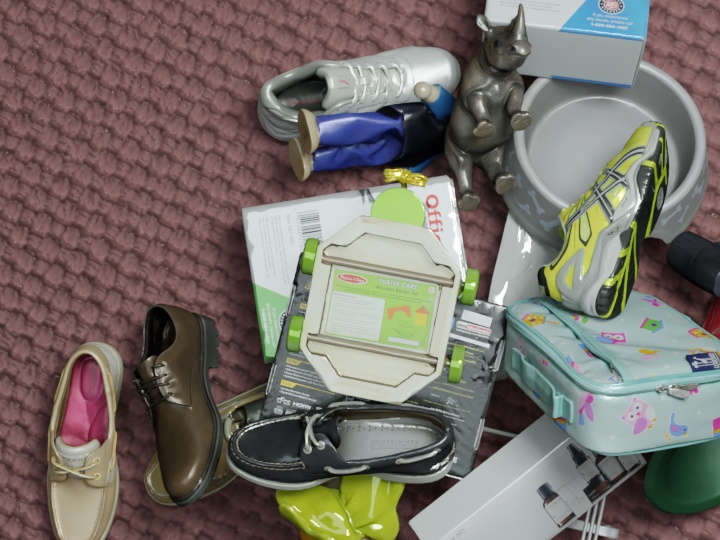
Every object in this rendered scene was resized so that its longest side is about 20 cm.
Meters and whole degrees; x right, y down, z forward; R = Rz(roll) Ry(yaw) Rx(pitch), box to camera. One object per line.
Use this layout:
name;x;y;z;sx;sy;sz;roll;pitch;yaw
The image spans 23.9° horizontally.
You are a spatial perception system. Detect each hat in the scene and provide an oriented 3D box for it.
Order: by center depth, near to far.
hat;0.304;0.100;1.576;0.199;0.166;0.176;-23;47;-13

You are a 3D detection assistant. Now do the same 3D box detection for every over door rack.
over door rack;0.139;0.218;1.569;0.199;0.067;0.149;12;85;5

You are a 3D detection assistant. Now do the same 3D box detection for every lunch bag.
lunch bag;0.214;0.081;1.430;0.159;0.200;0.078;-3;111;-21

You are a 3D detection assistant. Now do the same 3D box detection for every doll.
doll;0.038;-0.130;1.574;0.199;0.137;0.049;-9;58;-22

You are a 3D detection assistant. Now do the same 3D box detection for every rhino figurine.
rhino figurine;0.115;-0.152;1.497;0.059;0.201;0.088;-1;45;-14

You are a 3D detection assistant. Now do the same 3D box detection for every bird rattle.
bird rattle;-0.009;0.253;1.540;0.112;0.163;0.201;-21;117;-12

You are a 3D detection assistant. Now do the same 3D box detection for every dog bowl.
dog bowl;0.225;-0.110;1.559;0.199;0.059;0.201;0;66;-1

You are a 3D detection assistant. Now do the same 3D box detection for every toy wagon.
toy wagon;0.024;0.012;1.476;0.154;0.040;0.201;11;92;3

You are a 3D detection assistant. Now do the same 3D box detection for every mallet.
mallet;0.375;-0.042;1.555;0.199;0.041;0.066;-29;45;-14

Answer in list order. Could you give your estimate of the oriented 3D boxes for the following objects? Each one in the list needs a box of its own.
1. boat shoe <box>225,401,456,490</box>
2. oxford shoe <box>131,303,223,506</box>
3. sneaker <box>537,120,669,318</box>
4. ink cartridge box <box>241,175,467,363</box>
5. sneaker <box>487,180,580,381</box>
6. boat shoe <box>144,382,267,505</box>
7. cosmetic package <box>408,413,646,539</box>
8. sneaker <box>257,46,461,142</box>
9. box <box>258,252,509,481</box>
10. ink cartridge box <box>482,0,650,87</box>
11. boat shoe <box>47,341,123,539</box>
boat shoe;-0.017;0.147;1.459;0.199;0.060;0.074;4;59;2
oxford shoe;-0.176;0.121;1.556;0.072;0.084;0.201;-31;51;28
sneaker;0.212;-0.054;1.462;0.076;0.076;0.201;12;56;25
ink cartridge box;0.000;0.000;1.588;0.199;0.084;0.147;-8;87;3
sneaker;0.181;0.015;1.579;0.115;0.074;0.201;14;86;9
boat shoe;-0.121;0.153;1.591;0.200;0.076;0.072;-35;85;2
cosmetic package;0.147;0.195;1.494;0.200;0.051;0.083;-39;120;0
sneaker;-0.003;-0.167;1.594;0.199;0.099;0.078;-14;85;3
box;0.022;0.085;1.521;0.199;0.049;0.161;14;91;3
ink cartridge box;0.193;-0.280;1.563;0.144;0.084;0.201;7;64;5
boat shoe;-0.265;0.167;1.605;0.073;0.069;0.201;2;86;5
